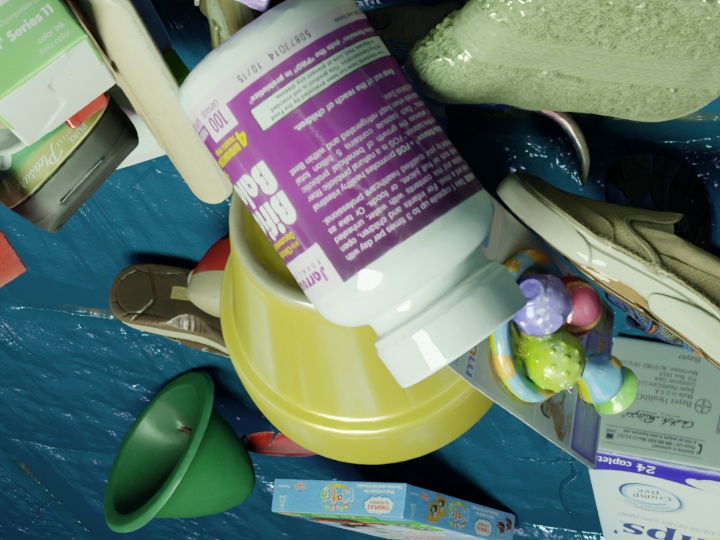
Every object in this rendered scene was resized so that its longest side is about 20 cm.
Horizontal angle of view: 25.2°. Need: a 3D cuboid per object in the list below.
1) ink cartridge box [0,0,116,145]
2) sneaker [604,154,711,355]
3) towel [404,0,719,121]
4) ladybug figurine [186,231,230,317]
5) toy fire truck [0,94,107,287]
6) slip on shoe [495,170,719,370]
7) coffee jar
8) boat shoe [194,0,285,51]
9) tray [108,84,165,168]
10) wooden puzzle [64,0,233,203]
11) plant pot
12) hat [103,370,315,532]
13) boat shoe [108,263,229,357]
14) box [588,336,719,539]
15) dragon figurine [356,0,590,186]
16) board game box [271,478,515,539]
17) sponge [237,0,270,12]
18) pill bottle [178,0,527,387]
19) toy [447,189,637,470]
[{"bbox_3d":[-0.224,-0.174,0.878,0.200,0.067,0.117,53,176,4],"label":"ink cartridge box"},{"bbox_3d":[0.189,-0.004,1.058,0.078,0.076,0.200,6,148,29],"label":"sneaker"},{"bbox_3d":[0.139,-0.122,0.847,0.199,0.037,0.148,4,157,-28],"label":"towel"},{"bbox_3d":[-0.036,0.008,1.190,0.199,0.072,0.136,7,178,16],"label":"ladybug figurine"},{"bbox_3d":[-0.235,-0.105,0.985,0.200,0.141,0.049,56,171,-19],"label":"toy fire truck"},{"bbox_3d":[0.170,-0.009,0.950,0.200,0.061,0.076,38,-178,29],"label":"slip on shoe"},{"bbox_3d":[-0.245,-0.120,1.053,0.200,0.104,0.085,43,-176,-23],"label":"coffee jar"},{"bbox_3d":[-0.073,-0.154,0.950,0.062,0.074,0.200,9,151,12],"label":"boat shoe"},{"bbox_3d":[-0.190,-0.105,1.160,0.200,0.022,0.107,-11,139,43],"label":"tray"},{"bbox_3d":[-0.149,-0.154,0.956,0.200,0.046,0.185,47,170,38],"label":"wooden puzzle"},{"bbox_3d":[0.000,0.000,1.018,0.200,0.201,0.189,12,159,13],"label":"plant pot"},{"bbox_3d":[-0.117,0.202,1.509,0.176,0.166,0.200,32,151,-24],"label":"hat"},{"bbox_3d":[-0.102,0.038,1.322,0.202,0.075,0.075,15,166,20],"label":"boat shoe"},{"bbox_3d":[0.282,0.154,1.244,0.183,0.105,0.200,8,151,20],"label":"box"},{"bbox_3d":[0.050,-0.117,0.953,0.200,0.059,0.099,34,149,-31],"label":"dragon figurine"},{"bbox_3d":[0.035,0.233,1.547,0.151,0.037,0.200,-4,164,35],"label":"board game box"},{"bbox_3d":[-0.122,-0.215,0.829,0.199,0.112,0.030,20,150,-2],"label":"sponge"},{"bbox_3d":[0.000,-0.042,0.857,0.200,0.112,0.112,56,147,1],"label":"pill bottle"},{"bbox_3d":[0.127,0.040,1.008,0.047,0.116,0.200,-3,155,31],"label":"toy"}]
